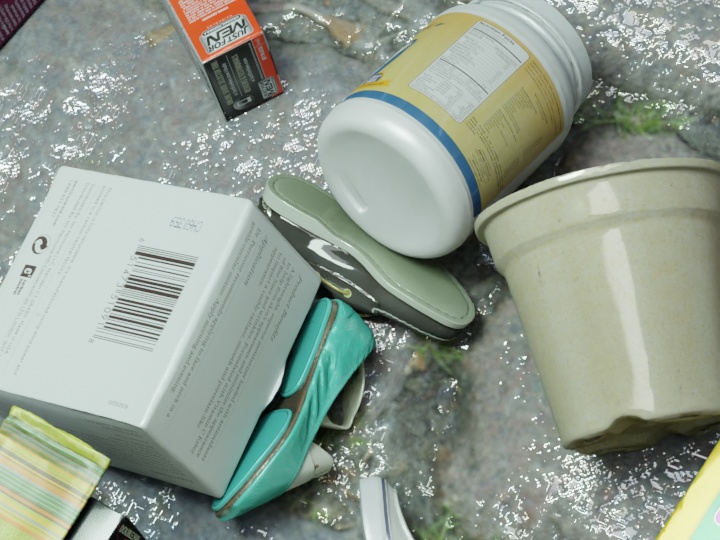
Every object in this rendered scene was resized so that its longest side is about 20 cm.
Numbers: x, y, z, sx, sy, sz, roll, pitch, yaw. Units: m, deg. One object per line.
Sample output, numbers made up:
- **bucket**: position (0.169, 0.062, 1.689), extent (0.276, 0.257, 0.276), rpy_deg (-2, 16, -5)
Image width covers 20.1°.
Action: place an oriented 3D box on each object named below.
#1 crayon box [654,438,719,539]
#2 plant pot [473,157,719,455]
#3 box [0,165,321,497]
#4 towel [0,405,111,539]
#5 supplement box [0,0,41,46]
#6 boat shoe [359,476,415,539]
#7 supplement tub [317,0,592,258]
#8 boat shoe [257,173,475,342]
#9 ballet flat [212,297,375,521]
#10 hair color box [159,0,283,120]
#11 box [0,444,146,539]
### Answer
- **crayon box**: position (0.319, 0.214, 1.447), extent (0.200, 0.058, 0.173), rpy_deg (31, 86, 30)
- **plant pot**: position (0.198, 0.035, 1.522), extent (0.200, 0.200, 0.184), rpy_deg (-11, 75, 4)
- **box**: position (-0.170, 0.044, 1.569), extent (0.200, 0.131, 0.199), rpy_deg (11, 66, 33)
- **towel**: position (-0.255, 0.193, 1.378), extent (0.086, 0.018, 0.200), rpy_deg (24, 71, 21)
- **supplement box**: position (-0.363, -0.265, 1.788), extent (0.131, 0.103, 0.200), rpy_deg (32, 74, 20)
- **boat shoe**: position (0.047, 0.244, 1.501), extent (0.066, 0.072, 0.200), rpy_deg (-14, 64, -2)
- **supplement tub**: position (0.078, -0.120, 1.608), extent (0.145, 0.145, 0.200), rpy_deg (33, 57, 21)
- **boat shoe**: position (0.000, 0.000, 1.630), extent (0.201, 0.061, 0.072), rpy_deg (35, 30, 13)
- **ballet flat**: position (-0.041, 0.118, 1.576), extent (0.070, 0.067, 0.200), rpy_deg (34, 69, -18)
- **hair color box**: position (-0.141, -0.239, 1.740), extent (0.061, 0.102, 0.200), rpy_deg (-27, 65, -4)
- **box**: position (-0.231, 0.241, 1.473), extent (0.124, 0.200, 0.149), rpy_deg (26, 72, 21)
